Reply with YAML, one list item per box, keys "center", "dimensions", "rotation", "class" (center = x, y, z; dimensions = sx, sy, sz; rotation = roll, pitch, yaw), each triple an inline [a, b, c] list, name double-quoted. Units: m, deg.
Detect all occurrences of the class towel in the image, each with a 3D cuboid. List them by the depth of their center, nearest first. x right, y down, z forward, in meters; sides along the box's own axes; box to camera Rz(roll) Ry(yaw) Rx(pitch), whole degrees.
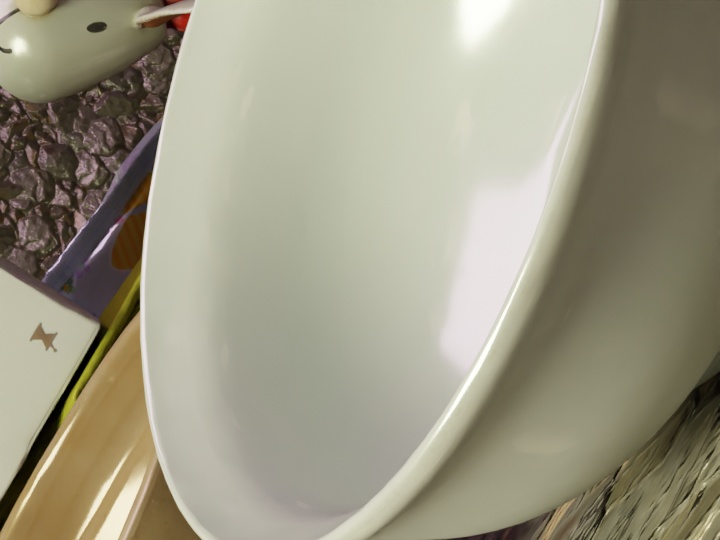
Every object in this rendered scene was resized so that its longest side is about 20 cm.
- center: [-0.098, 0.050, 0.853]
  dimensions: [0.086, 0.018, 0.200]
  rotation: [-64, 8, -31]
  class: "towel"

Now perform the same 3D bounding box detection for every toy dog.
- center: [-0.027, -0.121, 0.827]
  dimensions: [0.200, 0.132, 0.096]
  rotation: [-45, -22, -16]
  class: "toy dog"

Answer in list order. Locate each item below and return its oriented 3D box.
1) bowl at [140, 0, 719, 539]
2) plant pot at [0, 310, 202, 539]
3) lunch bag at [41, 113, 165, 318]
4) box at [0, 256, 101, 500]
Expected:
- center: [0.034, -0.029, 0.538]
  dimensions: [0.201, 0.090, 0.202]
  rotation: [-39, 43, 50]
  class: "bowl"
- center: [-0.050, 0.107, 0.668]
  dimensions: [0.201, 0.093, 0.201]
  rotation: [-57, 13, 21]
  class: "plant pot"
- center: [-0.037, 0.009, 1.081]
  dimensions: [0.127, 0.169, 0.200]
  rotation: [-54, 4, 40]
  class: "lunch bag"
- center: [-0.160, 0.043, 0.844]
  dimensions: [0.125, 0.097, 0.200]
  rotation: [-59, 7, -4]
  class: "box"
